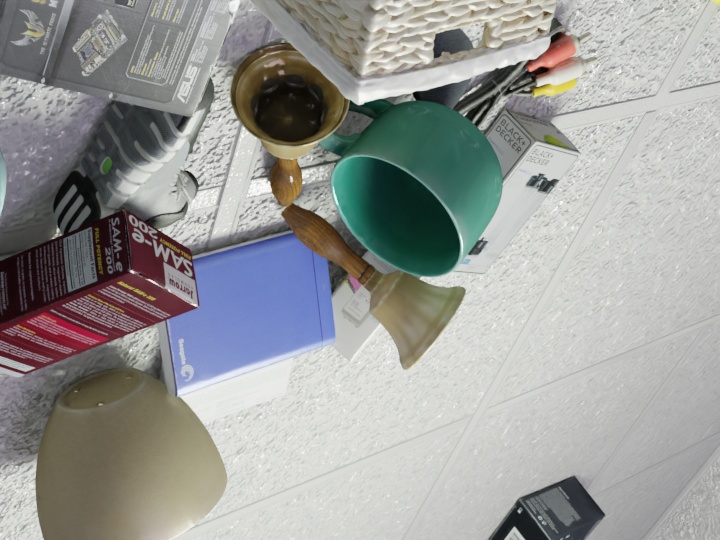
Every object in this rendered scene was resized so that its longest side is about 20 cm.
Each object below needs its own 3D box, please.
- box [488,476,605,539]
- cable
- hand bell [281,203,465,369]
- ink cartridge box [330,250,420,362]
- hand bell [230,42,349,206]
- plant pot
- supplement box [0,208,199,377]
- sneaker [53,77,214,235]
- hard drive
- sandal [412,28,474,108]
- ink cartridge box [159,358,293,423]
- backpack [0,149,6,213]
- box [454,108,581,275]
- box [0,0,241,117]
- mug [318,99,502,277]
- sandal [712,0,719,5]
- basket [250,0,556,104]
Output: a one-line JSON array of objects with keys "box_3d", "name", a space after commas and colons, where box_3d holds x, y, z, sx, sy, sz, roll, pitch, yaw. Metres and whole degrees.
[{"box_3d": [0.403, 0.581, 2.519, 0.199, 0.118, 0.198, -12, 141, -41], "name": "box"}, {"box_3d": [0.167, -0.198, 1.225, 0.199, 0.050, 0.097, -34, 150, -11], "name": "cable"}, {"box_3d": [0.000, 0.000, 1.178, 0.104, 0.199, 0.104, -51, -175, 6], "name": "hand bell"}, {"box_3d": [0.014, 0.027, 1.305, 0.200, 0.067, 0.116, -50, 176, 19], "name": "ink cartridge box"}, {"box_3d": [-0.069, -0.111, 1.067, 0.103, 0.105, 0.200, -29, 161, -17], "name": "hand bell"}, {"box_3d": [-0.249, 0.180, 1.173, 0.199, 0.200, 0.136, -23, 112, -27], "name": "plant pot"}, {"box_3d": [-0.251, 0.024, 0.975, 0.198, 0.062, 0.109, -20, 156, 17], "name": "supplement box"}, {"box_3d": [-0.168, -0.098, 0.975, 0.200, 0.075, 0.115, -42, 157, 26], "name": "sneaker"}, {"box_3d": [-0.117, 0.038, 1.187, 0.198, 0.025, 0.134, -17, 108, -34], "name": "hard drive"}, {"box_3d": [0.057, -0.221, 1.088, 0.076, 0.043, 0.200, -47, 146, -3], "name": "sandal"}, {"box_3d": [-0.142, 0.076, 1.275, 0.160, 0.050, 0.202, -16, 133, -35], "name": "ink cartridge box"}, {"box_3d": [-0.325, -0.056, 0.740, 0.150, 0.177, 0.201, -37, 156, -53], "name": "backpack"}, {"box_3d": [0.159, -0.089, 1.360, 0.116, 0.060, 0.201, 6, 128, -52], "name": "box"}, {"box_3d": [-0.158, -0.212, 0.786, 0.157, 0.049, 0.201, 9, 128, -27], "name": "box"}, {"box_3d": [0.056, -0.100, 1.101, 0.115, 0.151, 0.186, -50, 129, -31], "name": "mug"}, {"box_3d": [0.486, -0.321, 1.386, 0.199, 0.087, 0.080, -1, 132, -51], "name": "sandal"}, {"box_3d": [0.030, -0.257, 0.845, 0.197, 0.200, 0.162, -19, 140, -32], "name": "basket"}]
